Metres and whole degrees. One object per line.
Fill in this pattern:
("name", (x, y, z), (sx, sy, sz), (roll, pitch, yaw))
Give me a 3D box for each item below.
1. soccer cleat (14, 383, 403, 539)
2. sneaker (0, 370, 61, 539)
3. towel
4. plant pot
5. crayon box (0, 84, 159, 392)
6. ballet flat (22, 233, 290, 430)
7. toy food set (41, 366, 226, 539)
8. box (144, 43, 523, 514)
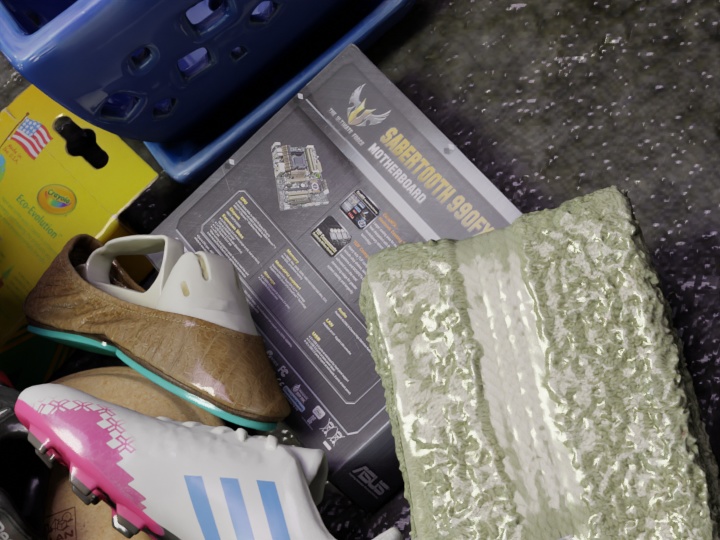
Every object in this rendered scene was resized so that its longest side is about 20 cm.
("soccer cleat", (-0.068, 0.102, 1.171), (0.200, 0.070, 0.086), (36, 78, 11))
("sneaker", (-0.210, 0.139, 1.216), (0.098, 0.071, 0.201), (17, 69, 37))
("towel", (0.083, 0.068, 1.139), (0.148, 0.036, 0.200), (-16, 71, 11))
("plant pot", (-0.099, -0.178, 1.332), (0.200, 0.180, 0.200), (-40, 51, 5))
("crayon box", (-0.199, 0.000, 1.369), (0.200, 0.051, 0.127), (-46, 51, -1))
("ballet flat", (-0.098, 0.020, 1.236), (0.200, 0.068, 0.072), (19, 90, 52))
("toy food set", (-0.142, 0.143, 1.255), (0.200, 0.049, 0.198), (-33, 52, 9))
("box", (0.000, 0.000, 1.256), (0.158, 0.048, 0.200), (-43, 52, 0))
